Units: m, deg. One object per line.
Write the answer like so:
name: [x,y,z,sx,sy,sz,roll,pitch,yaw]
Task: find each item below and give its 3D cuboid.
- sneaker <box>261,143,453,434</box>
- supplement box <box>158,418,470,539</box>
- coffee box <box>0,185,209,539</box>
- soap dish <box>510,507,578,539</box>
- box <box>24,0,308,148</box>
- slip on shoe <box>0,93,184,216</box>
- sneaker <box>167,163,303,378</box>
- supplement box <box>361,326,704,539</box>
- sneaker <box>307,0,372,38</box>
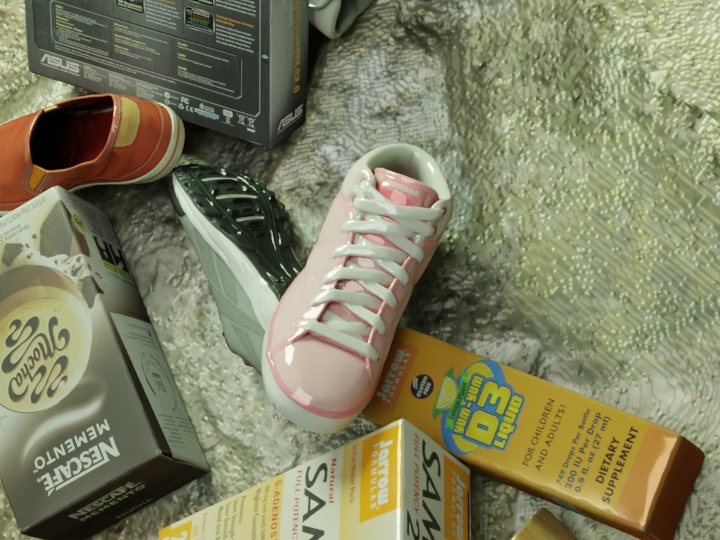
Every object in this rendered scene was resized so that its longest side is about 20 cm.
sneaker: [0.000,0.000,1.544,0.075,0.105,0.201,25,44,-1]
supplement box: [-0.031,0.188,1.536,0.199,0.073,0.127,-27,43,29]
coffee box: [-0.193,0.064,1.671,0.113,0.080,0.201,-29,69,13]
soap dish: [0.089,0.263,1.516,0.200,0.081,0.157,-47,66,5]
box: [-0.129,-0.182,1.670,0.199,0.048,0.159,18,125,24]
slip on shoe: [-0.207,-0.082,1.704,0.199,0.061,0.075,-8,68,39]
sneaker: [-0.073,0.009,1.643,0.201,0.074,0.080,56,130,29]
supplement box: [0.103,0.100,1.554,0.199,0.069,0.067,20,84,27]
sneaker: [-0.042,-0.199,1.674,0.199,0.078,0.100,-8,80,22]
